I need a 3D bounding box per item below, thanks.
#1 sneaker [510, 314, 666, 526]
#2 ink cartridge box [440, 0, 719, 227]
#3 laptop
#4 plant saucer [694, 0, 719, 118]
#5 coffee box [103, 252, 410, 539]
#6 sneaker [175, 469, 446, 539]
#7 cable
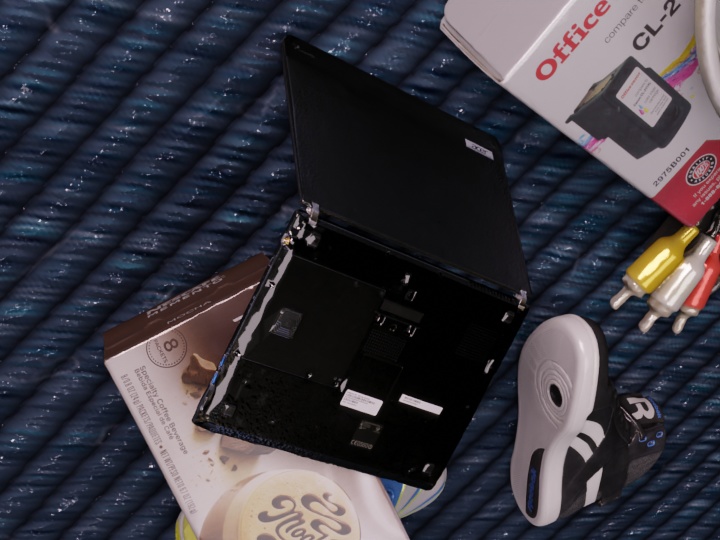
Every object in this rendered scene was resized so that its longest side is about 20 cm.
[{"bbox_3d":[0.173,0.095,1.026,0.111,0.073,0.201,-16,138,-21],"label":"sneaker"},{"bbox_3d":[0.167,-0.136,0.833,0.199,0.083,0.146,28,108,-39],"label":"ink cartridge box"},{"bbox_3d":[0.000,0.000,0.809,0.177,0.103,0.201,21,101,-36],"label":"laptop"},{"bbox_3d":[0.242,-0.164,0.768,0.199,0.050,0.202,-14,117,-29],"label":"plant saucer"},{"bbox_3d":[-0.059,0.106,0.842,0.112,0.080,0.201,-26,102,-6],"label":"coffee box"},{"bbox_3d":[-0.020,0.184,0.962,0.199,0.105,0.076,-13,130,-17],"label":"sneaker"},{"bbox_3d":[0.253,-0.042,0.970,0.097,0.050,0.201,18,115,-37],"label":"cable"}]
